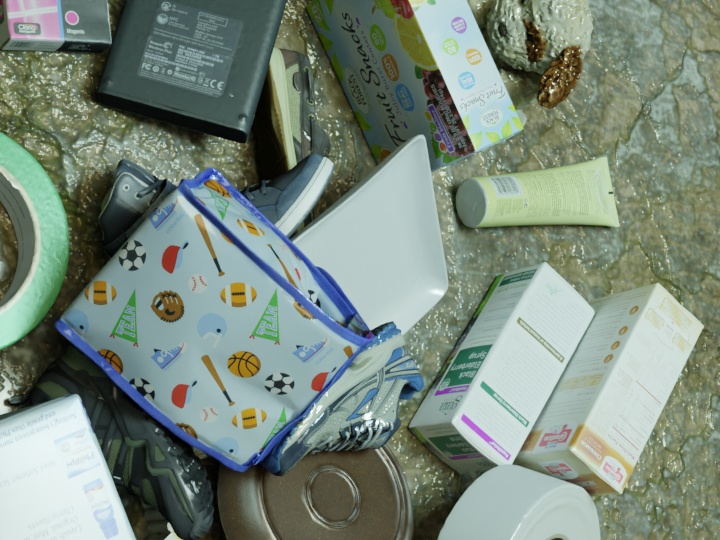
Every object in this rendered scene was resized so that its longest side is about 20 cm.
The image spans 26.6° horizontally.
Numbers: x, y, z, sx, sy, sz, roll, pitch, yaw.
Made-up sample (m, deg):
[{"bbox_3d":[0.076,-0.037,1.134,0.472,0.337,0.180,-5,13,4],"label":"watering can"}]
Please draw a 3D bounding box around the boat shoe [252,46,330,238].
[{"bbox_3d":[-0.058,-0.115,1.414,0.065,0.073,0.200,-4,82,-26],"label":"boat shoe"}]

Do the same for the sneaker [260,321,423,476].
[{"bbox_3d":[-0.007,0.125,1.327,0.085,0.077,0.200,53,49,-5],"label":"sneaker"}]

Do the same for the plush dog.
[{"bbox_3d":[0.165,-0.230,1.510,0.160,0.172,0.200,-8,83,-32],"label":"plush dog"}]

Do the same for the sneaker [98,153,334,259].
[{"bbox_3d":[-0.134,-0.064,1.320,0.202,0.077,0.146,-42,101,3],"label":"sneaker"}]

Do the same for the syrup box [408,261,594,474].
[{"bbox_3d":[0.139,0.096,1.483,0.081,0.079,0.200,43,62,-17],"label":"syrup box"}]

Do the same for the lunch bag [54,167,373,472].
[{"bbox_3d":[-0.113,0.044,1.242,0.200,0.124,0.170,42,106,0],"label":"lunch bag"}]

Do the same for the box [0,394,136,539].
[{"bbox_3d":[-0.257,0.211,1.165,0.105,0.184,0.200,-21,92,-34],"label":"box"}]

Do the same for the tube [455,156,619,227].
[{"bbox_3d":[0.189,-0.074,1.571,0.200,0.052,0.058,-7,125,-35],"label":"tube"}]

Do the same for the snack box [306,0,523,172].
[{"bbox_3d":[0.048,-0.193,1.436,0.068,0.169,0.200,-25,94,-29],"label":"snack box"}]

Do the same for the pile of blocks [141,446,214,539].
[{"bbox_3d":[-0.151,0.172,1.306,0.082,0.062,0.200,1,80,-30],"label":"pile of blocks"}]

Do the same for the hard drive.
[{"bbox_3d":[-0.145,-0.227,1.382,0.139,0.033,0.200,15,71,-3],"label":"hard drive"}]

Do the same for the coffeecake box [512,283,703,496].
[{"bbox_3d":[0.224,0.122,1.484,0.073,0.153,0.200,41,63,-17],"label":"coffeecake box"}]

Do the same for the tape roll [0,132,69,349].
[{"bbox_3d":[-0.340,-0.024,1.244,0.200,0.048,0.201,6,77,-29],"label":"tape roll"}]

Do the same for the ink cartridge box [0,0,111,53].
[{"bbox_3d":[-0.278,-0.292,1.345,0.095,0.037,0.200,-3,79,-31],"label":"ink cartridge box"}]

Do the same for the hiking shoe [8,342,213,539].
[{"bbox_3d":[-0.201,0.154,1.248,0.101,0.076,0.200,-41,69,2],"label":"hiking shoe"}]

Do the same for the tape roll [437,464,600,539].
[{"bbox_3d":[0.141,0.284,1.398,0.202,0.071,0.203,-22,118,-49],"label":"tape roll"}]

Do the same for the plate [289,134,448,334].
[{"bbox_3d":[0.000,0.000,1.401,0.200,0.032,0.200,-43,139,-30],"label":"plate"}]

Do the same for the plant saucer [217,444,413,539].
[{"bbox_3d":[-0.031,0.202,1.338,0.200,0.032,0.200,16,58,-27],"label":"plant saucer"}]
